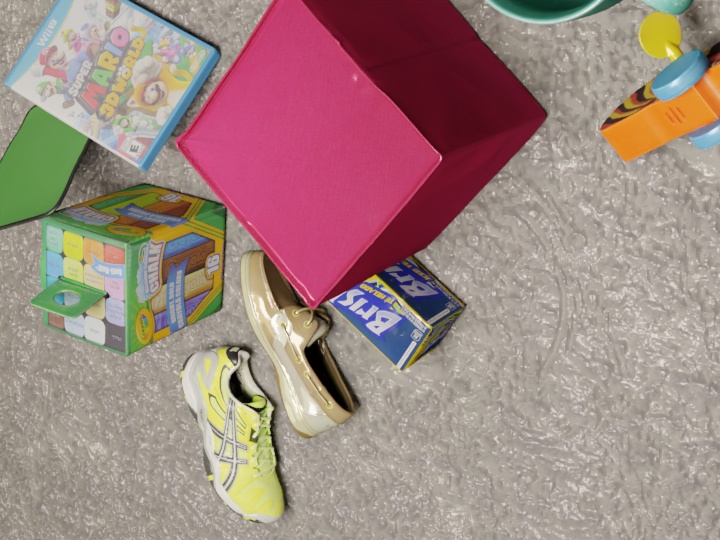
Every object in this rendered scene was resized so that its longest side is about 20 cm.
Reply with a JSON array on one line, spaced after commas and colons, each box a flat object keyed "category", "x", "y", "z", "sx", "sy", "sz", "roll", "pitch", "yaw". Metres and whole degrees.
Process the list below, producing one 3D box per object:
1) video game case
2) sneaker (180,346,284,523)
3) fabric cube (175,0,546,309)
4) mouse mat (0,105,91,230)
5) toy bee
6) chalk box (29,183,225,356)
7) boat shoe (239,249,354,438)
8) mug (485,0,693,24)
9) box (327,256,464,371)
[{"category": "video game case", "x": -0.259, "y": -0.208, "z": 1.296, "sx": 0.199, "sy": 0.018, "sz": 0.144, "roll": 31, "pitch": 86, "yaw": 22}, {"category": "sneaker", "x": -0.127, "y": 0.177, "z": 1.343, "sx": 0.076, "sy": 0.075, "sz": 0.202, "roll": -21, "pitch": 95, "yaw": 36}, {"category": "fabric cube", "x": 0.001, "y": -0.123, "z": 1.087, "sx": 0.200, "sy": 0.199, "sz": 0.196, "roll": 50, "pitch": 126, "yaw": 10}, {"category": "mouse mat", "x": -0.341, "y": -0.121, "z": 1.337, "sx": 0.160, "sy": 0.201, "sz": 0.008, "roll": -11, "pitch": 136, "yaw": 36}, {"category": "toy bee", "x": 0.283, "y": -0.145, "z": 0.968, "sx": 0.199, "sy": 0.109, "sz": 0.131, "roll": 9, "pitch": 138, "yaw": 47}, {"category": "chalk box", "x": -0.247, "y": 0.000, "z": 1.288, "sx": 0.124, "sy": 0.200, "sz": 0.125, "roll": 16, "pitch": 114, "yaw": 28}, {"category": "boat shoe", "x": -0.061, "y": 0.067, "z": 1.273, "sx": 0.066, "sy": 0.074, "sz": 0.202, "roll": -20, "pitch": 95, "yaw": 23}, {"category": "mug", "x": 0.170, "y": -0.262, "z": 0.983, "sx": 0.151, "sy": 0.114, "sz": 0.186, "roll": -26, "pitch": 91, "yaw": 36}, {"category": "box", "x": 0.000, "y": 0.000, "z": 1.205, "sx": 0.200, "sy": 0.070, "sz": 0.065, "roll": 43, "pitch": 125, "yaw": 15}]
